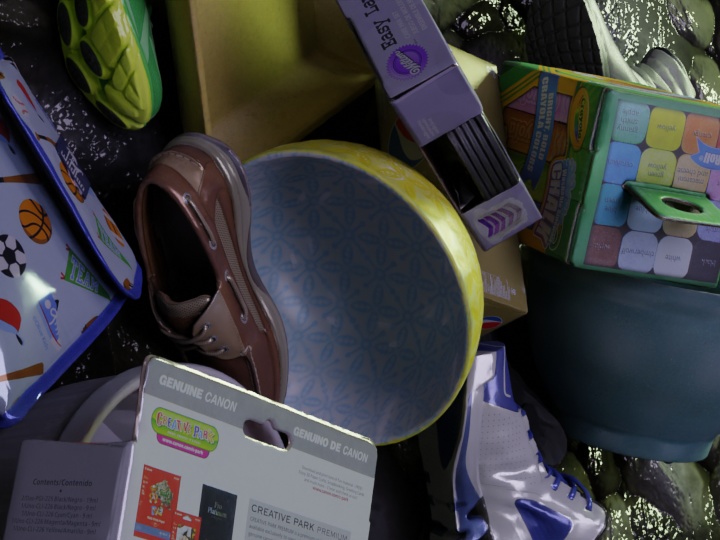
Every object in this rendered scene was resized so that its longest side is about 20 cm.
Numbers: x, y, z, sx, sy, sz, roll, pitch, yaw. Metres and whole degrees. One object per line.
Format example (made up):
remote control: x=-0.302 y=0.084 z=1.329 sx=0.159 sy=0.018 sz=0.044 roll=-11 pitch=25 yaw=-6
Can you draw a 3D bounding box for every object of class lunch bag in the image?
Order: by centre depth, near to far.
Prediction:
lunch bag: x=-0.216 y=-0.019 z=1.075 sx=0.171 sy=0.123 sz=0.200 roll=59 pitch=35 yaw=-15

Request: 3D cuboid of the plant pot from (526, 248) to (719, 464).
plant pot: x=0.209 y=0.061 z=1.398 sx=0.199 sy=0.200 sz=0.135 roll=2 pitch=103 yaw=-41

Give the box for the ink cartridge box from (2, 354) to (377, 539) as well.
ink cartridge box: x=-0.088 y=0.153 z=1.001 sx=0.200 sy=0.083 sz=0.177 roll=28 pitch=66 yaw=-48

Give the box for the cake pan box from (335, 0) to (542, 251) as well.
cake pan box: x=0.035 y=-0.130 z=1.211 sx=0.184 sy=0.052 sz=0.201 roll=51 pitch=11 yaw=-52

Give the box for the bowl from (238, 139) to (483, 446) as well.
bowl: x=0.000 y=0.000 z=1.222 sx=0.108 sy=0.199 sz=0.201 roll=-41 pitch=108 yaw=-55

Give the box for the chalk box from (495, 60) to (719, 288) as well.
chalk box: x=0.181 y=-0.065 z=1.311 sx=0.124 sy=0.200 sz=0.125 roll=8 pitch=99 yaw=-25

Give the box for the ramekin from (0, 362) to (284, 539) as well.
ramekin: x=-0.136 y=0.153 z=1.093 sx=0.200 sy=0.105 sz=0.202 roll=6 pitch=82 yaw=-52

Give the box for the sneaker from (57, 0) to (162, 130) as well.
sneaker: x=-0.150 y=-0.189 z=1.196 sx=0.083 sy=0.074 sz=0.202 roll=-12 pitch=88 yaw=-38

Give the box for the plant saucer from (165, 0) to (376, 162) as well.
plant saucer: x=-0.064 y=-0.179 z=1.241 sx=0.200 sy=0.048 sz=0.201 roll=-41 pitch=137 yaw=-45

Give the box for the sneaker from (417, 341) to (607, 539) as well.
sneaker: x=0.107 y=0.144 z=1.317 sx=0.114 sy=0.080 sz=0.201 roll=-6 pitch=99 yaw=-21

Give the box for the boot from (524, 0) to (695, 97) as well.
boot: x=0.206 y=-0.151 z=1.516 sx=0.132 sy=0.069 sz=0.201 roll=-38 pitch=117 yaw=-43

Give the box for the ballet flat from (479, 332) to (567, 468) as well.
ballet flat: x=0.073 y=0.069 z=1.362 sx=0.066 sy=0.057 sz=0.200 roll=-44 pitch=103 yaw=-35

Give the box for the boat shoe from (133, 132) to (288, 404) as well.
boat shoe: x=-0.099 y=0.019 z=1.175 sx=0.072 sy=0.075 sz=0.201 roll=-40 pitch=121 yaw=-54

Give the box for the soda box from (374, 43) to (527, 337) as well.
soda box: x=0.061 y=-0.054 z=1.328 sx=0.064 sy=0.068 sz=0.201 roll=19 pitch=54 yaw=-37
